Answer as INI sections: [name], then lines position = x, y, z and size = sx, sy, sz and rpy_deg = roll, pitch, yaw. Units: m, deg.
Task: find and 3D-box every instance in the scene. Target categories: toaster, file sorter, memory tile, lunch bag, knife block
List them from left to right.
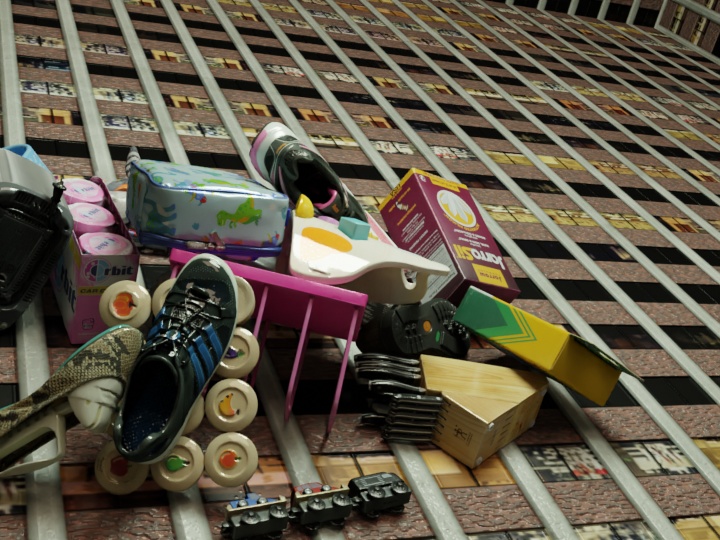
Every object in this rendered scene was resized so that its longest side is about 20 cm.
[toaster]
position = -0.392, -0.045, 1.064
size = 0.113, 0.201, 0.129
rpy_deg = 26, 16, -36
[memory tile]
position = -0.170, 0.104, 0.915
size = 0.152, 0.202, 0.017
rpy_deg = -1, -15, -4
[lunch bag]
position = -0.168, -0.067, 1.070
size = 0.160, 0.083, 0.200
rpy_deg = 4, 11, -23
[file sorter]
position = -0.107, 0.080, 1.004
size = 0.198, 0.139, 0.126
rpy_deg = 13, 71, 0
[knife block]
position = 0.091, 0.135, 1.104
size = 0.175, 0.064, 0.199
rpy_deg = 33, 32, 29

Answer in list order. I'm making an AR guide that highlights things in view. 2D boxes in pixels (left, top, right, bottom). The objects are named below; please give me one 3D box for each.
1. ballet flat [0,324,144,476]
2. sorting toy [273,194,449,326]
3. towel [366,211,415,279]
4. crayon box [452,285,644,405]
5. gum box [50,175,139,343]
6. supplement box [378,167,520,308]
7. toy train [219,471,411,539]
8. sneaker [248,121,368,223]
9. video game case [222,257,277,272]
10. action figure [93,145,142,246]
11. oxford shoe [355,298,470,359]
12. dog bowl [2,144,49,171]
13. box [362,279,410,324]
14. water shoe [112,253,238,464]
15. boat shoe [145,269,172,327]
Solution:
[ballet flat]
position = -0.266, 0.130, 0.861
size = 0.199, 0.068, 0.075
rpy_deg = -33, 54, -1
[sorting toy]
position = 0.000, 0.000, 1.086
size = 0.179, 0.200, 0.108
rpy_deg = 11, 72, -10
[towel]
position = -0.039, -0.044, 1.259
size = 0.199, 0.030, 0.147
rpy_deg = 7, 34, -39
[crayon box]
position = 0.218, 0.093, 1.158
size = 0.125, 0.052, 0.200
rpy_deg = 32, -4, -40
[gum box]
position = -0.317, -0.019, 1.135
size = 0.066, 0.114, 0.200
rpy_deg = -1, 31, -28
[supplement box]
position = 0.116, -0.029, 1.315
size = 0.110, 0.086, 0.201
rpy_deg = 12, 42, -39
[toy train]
position = -0.042, 0.218, 0.918
size = 0.199, 0.034, 0.046
rpy_deg = -3, 29, -32
[sneaker]
position = -0.048, -0.079, 1.122
size = 0.086, 0.080, 0.200
rpy_deg = 38, -2, 46
[video game case]
position = -0.099, -0.035, 1.240
size = 0.199, 0.022, 0.182
rpy_deg = 25, 28, -4
[action figure]
position = -0.331, -0.103, 1.296
size = 0.199, 0.105, 0.194
rpy_deg = 14, 14, -16
[oxford shoe]
position = 0.065, 0.076, 1.192
size = 0.084, 0.073, 0.199
rpy_deg = -18, -17, 36
[dog bowl]
position = -0.462, -0.102, 1.235
size = 0.111, 0.050, 0.200
rpy_deg = -15, 29, 6
[box]
position = -0.022, -0.003, 1.326
size = 0.199, 0.045, 0.160
rpy_deg = 23, 28, 15
[water shoe]
position = -0.160, 0.075, 0.874
size = 0.071, 0.201, 0.079
rpy_deg = 18, -15, 0
[boat shoe]
position = -0.196, 0.009, 1.187
size = 0.061, 0.075, 0.200
rpy_deg = 16, 29, 7
